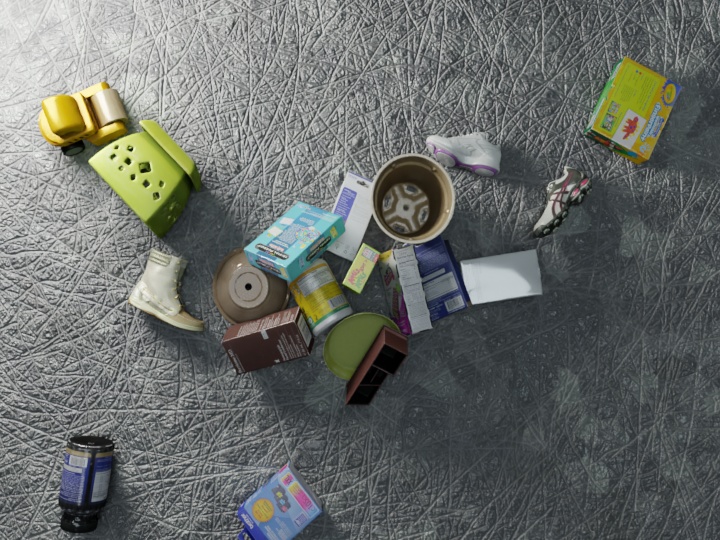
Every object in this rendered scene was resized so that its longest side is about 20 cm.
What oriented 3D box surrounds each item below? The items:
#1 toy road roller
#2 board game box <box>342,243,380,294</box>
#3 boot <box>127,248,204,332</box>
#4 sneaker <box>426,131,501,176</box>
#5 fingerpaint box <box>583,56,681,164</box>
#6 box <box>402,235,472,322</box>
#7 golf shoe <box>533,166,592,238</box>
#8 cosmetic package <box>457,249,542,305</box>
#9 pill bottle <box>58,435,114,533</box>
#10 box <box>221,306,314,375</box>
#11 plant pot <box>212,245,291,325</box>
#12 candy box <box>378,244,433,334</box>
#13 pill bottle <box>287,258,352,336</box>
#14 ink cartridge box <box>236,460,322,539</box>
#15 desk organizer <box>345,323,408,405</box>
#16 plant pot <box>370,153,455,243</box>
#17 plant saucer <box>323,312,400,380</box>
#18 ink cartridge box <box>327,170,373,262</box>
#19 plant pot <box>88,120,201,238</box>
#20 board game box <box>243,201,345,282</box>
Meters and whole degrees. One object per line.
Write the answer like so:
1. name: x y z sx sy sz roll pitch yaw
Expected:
1. toy road roller: -0.671 -0.369 1.712 0.196 0.146 0.126 -24 89 -3
2. board game box: 0.000 0.000 1.690 0.047 0.200 0.103 27 87 0
3. boot: -0.447 0.049 1.741 0.196 0.072 0.158 24 85 0
4. sneaker: 0.259 -0.305 1.786 0.195 0.075 0.102 18 73 -5
5. fingerpaint box: 0.679 -0.398 1.792 0.164 0.073 0.204 26 87 0
6. box: 0.185 0.011 1.742 0.120 0.032 0.205 -25 83 37
7. golf shoe: 0.489 -0.167 1.787 0.088 0.077 0.200 41 84 20
8. cosmetic package: 0.339 0.018 1.761 0.194 0.081 0.117 -7 88 -3
9. pill bottle: -0.652 0.504 1.693 0.108 0.112 0.206 8 87 -1
10. box: -0.219 0.167 1.700 0.195 0.075 0.102 -17 114 16
11. plant pot: -0.267 0.040 1.735 0.194 0.093 0.208 0 87 -1
12. candy box: 0.105 0.049 1.720 0.059 0.136 0.206 -12 87 -16
13. pill bottle: -0.109 0.044 1.724 0.111 0.113 0.203 -29 80 -3
14. ink cartridge box: -0.204 0.585 1.723 0.199 0.076 0.137 -41 89 -1
15. desk organizer: 0.038 0.239 1.698 0.070 0.077 0.203 26 114 -10
16. plant pot: 0.117 -0.159 1.709 0.194 0.183 0.207 0 88 -1
17. plant saucer: 0.004 0.178 1.726 0.194 0.031 0.205 -6 123 -10
18. ink cartridge box: -0.024 -0.133 1.777 0.097 0.039 0.205 23 88 0
19. plant pot: -0.491 -0.223 1.693 0.200 0.199 0.182 44 80 1
20. board game box: -0.153 -0.071 1.685 0.149 0.048 0.200 20 52 37
